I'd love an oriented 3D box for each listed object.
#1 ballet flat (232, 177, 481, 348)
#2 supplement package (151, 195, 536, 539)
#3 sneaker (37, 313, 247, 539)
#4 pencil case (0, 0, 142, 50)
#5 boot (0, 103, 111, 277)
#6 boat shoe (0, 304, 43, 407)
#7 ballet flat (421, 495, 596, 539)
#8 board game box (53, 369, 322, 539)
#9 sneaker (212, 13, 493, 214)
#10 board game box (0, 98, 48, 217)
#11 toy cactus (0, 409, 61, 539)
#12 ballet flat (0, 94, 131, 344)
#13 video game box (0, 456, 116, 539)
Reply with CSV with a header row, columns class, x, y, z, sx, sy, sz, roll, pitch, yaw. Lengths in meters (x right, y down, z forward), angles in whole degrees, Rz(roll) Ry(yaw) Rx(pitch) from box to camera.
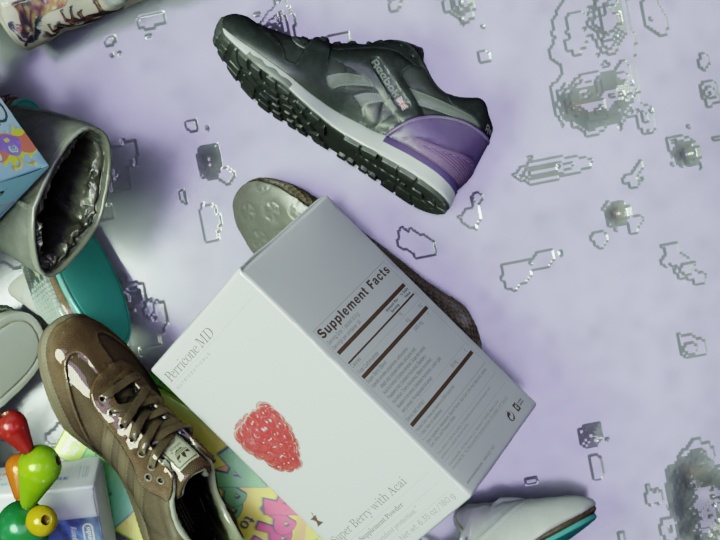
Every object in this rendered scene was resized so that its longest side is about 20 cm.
class,x,y,z,sx,sy,sz,roll,pitch,yaw
ballet flat,0.000,0.000,1.121,0.200,0.046,0.067,34,126,6
supplement package,-0.010,0.076,1.062,0.200,0.120,0.121,44,128,1
sneaker,-0.130,0.110,1.049,0.070,0.075,0.200,-40,106,-39
pencil case,-0.160,-0.213,1.096,0.200,0.089,0.078,-19,91,4
boot,-0.257,-0.036,1.064,0.200,0.073,0.182,25,104,31
boat shoe,-0.300,0.088,1.079,0.200,0.062,0.075,-46,128,-31
ballet flat,0.067,0.200,1.116,0.200,0.069,0.069,-38,90,4
board game box,-0.111,0.150,1.125,0.200,0.048,0.102,29,92,1
sneaker,-0.003,-0.127,1.111,0.200,0.076,0.088,34,78,-3
board game box,-0.301,-0.036,0.981,0.200,0.105,0.103,-39,84,34
toy cactus,-0.244,0.189,1.022,0.200,0.102,0.165,-42,116,4
ballet flat,-0.222,-0.022,1.121,0.071,0.069,0.200,-28,83,27
video game box,-0.252,0.230,1.102,0.182,0.047,0.200,-5,111,3
